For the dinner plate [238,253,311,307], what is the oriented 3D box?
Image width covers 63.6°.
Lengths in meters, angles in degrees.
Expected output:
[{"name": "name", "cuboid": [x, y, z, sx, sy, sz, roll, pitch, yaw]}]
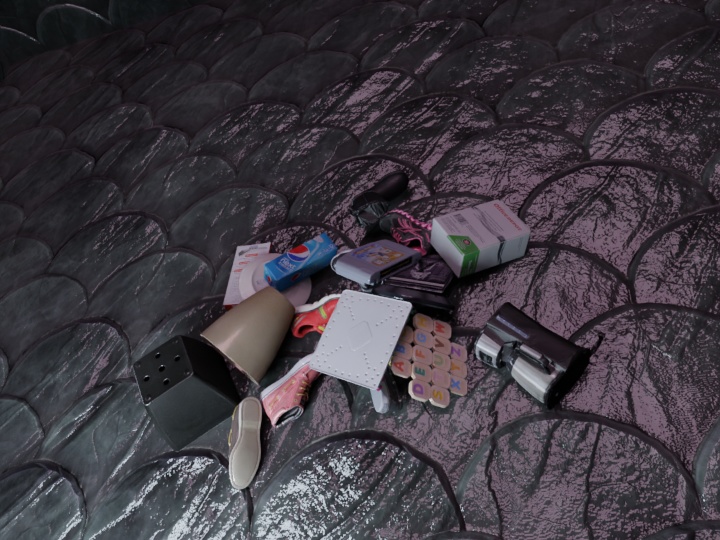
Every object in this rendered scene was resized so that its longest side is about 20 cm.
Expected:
[{"name": "dinner plate", "cuboid": [-0.230, 0.032, 1.567, 0.197, 0.024, 0.202, 5, 55, -7]}]

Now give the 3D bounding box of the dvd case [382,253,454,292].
[{"name": "dvd case", "cuboid": [0.158, 0.000, 1.430, 0.147, 0.016, 0.200, 8, 25, 22]}]

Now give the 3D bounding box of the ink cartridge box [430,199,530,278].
[{"name": "ink cartridge box", "cuboid": [0.293, -0.082, 1.428, 0.198, 0.084, 0.147, -17, 47, -18]}]

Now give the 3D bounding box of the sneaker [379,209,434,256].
[{"name": "sneaker", "cuboid": [0.120, -0.094, 1.537, 0.199, 0.080, 0.095, 23, 55, 34]}]

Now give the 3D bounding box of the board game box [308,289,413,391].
[{"name": "board game box", "cuboid": [0.002, 0.149, 1.278, 0.198, 0.026, 0.202, 9, 65, 39]}]

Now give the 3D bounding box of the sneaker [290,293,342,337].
[{"name": "sneaker", "cuboid": [-0.087, 0.122, 1.476, 0.198, 0.077, 0.086, -21, 54, 19]}]

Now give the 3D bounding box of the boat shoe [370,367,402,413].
[{"name": "boat shoe", "cuboid": [0.051, 0.242, 1.338, 0.056, 0.069, 0.201, 7, 41, -18]}]

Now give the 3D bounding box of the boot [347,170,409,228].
[{"name": "boot", "cuboid": [0.055, -0.197, 1.609, 0.197, 0.074, 0.163, -28, 19, 7]}]

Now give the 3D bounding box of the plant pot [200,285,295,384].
[{"name": "plant pot", "cuboid": [-0.258, 0.144, 1.440, 0.186, 0.188, 0.200, 28, 69, 35]}]

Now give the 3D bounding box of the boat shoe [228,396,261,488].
[{"name": "boat shoe", "cuboid": [-0.271, 0.398, 1.342, 0.059, 0.071, 0.203, -32, 50, 52]}]

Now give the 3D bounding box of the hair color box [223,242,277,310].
[{"name": "hair color box", "cuboid": [-0.305, 0.023, 1.632, 0.109, 0.064, 0.202, -6, 55, 16]}]

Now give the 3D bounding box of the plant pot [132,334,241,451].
[{"name": "plant pot", "cuboid": [-0.438, 0.278, 1.420, 0.198, 0.178, 0.201, -32, 49, -5]}]

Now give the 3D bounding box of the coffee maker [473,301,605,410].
[{"name": "coffee maker", "cuboid": [0.372, 0.165, 1.239, 0.191, 0.136, 0.199, -27, 47, -31]}]

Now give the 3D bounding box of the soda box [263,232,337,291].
[{"name": "soda box", "cuboid": [-0.159, -0.021, 1.559, 0.199, 0.068, 0.064, -31, 66, -26]}]

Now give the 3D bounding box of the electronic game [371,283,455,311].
[{"name": "electronic game", "cuboid": [0.123, 0.068, 1.357, 0.198, 0.199, 0.042, 11, 88, 27]}]

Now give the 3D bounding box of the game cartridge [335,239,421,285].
[{"name": "game cartridge", "cuboid": [0.040, -0.025, 1.426, 0.132, 0.042, 0.199, 26, 35, 35]}]

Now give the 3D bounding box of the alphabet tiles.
[{"name": "alphabet tiles", "cuboid": [0.155, 0.194, 1.273, 0.194, 0.015, 0.202, 21, 54, -19]}]

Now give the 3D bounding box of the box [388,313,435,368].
[{"name": "box", "cuboid": [0.075, 0.146, 1.360, 0.199, 0.047, 0.158, 30, 40, 35]}]

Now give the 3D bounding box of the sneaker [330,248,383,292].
[{"name": "sneaker", "cuboid": [0.000, 0.000, 1.495, 0.197, 0.076, 0.114, 7, 23, 21]}]

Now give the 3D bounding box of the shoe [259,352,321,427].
[{"name": "shoe", "cuboid": [-0.142, 0.282, 1.375, 0.199, 0.072, 0.091, -37, 52, -1]}]
